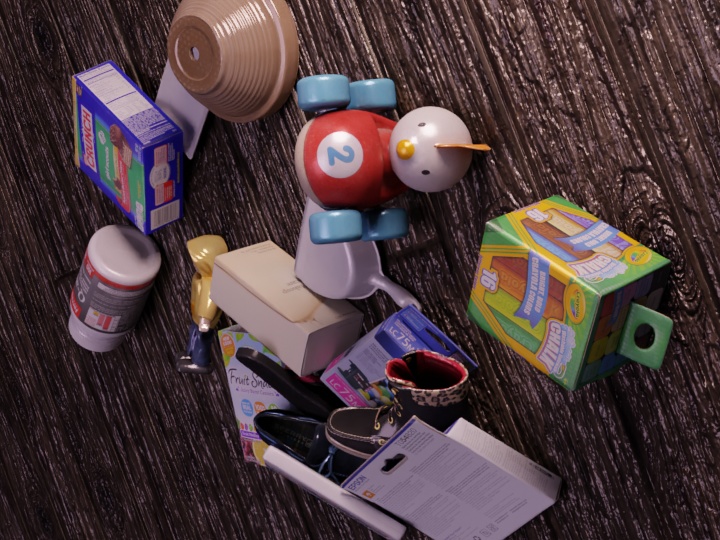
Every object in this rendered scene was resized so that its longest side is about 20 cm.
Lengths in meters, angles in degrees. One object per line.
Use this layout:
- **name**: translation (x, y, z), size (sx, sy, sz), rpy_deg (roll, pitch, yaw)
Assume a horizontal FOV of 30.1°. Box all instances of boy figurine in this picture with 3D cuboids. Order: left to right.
- **boy figurine**: translation (-0.229, 0.049, 1.940), size (0.124, 0.064, 0.202), rpy_deg (-116, 32, -67)

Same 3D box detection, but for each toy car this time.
- **toy car**: translation (0.047, -0.132, 1.495), size (0.199, 0.176, 0.187), rpy_deg (-6, 89, 38)

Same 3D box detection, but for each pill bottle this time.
- **pill bottle**: translation (-0.391, 0.032, 2.104), size (0.116, 0.115, 0.201), rpy_deg (51, 137, 21)

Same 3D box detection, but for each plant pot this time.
- **plant pot**: translation (-0.181, -0.285, 1.721), size (0.199, 0.092, 0.203), rpy_deg (14, 113, 35)

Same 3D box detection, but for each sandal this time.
- **sandal**: translation (-0.080, 0.148, 1.779), size (0.200, 0.045, 0.075), rpy_deg (41, 154, -29)

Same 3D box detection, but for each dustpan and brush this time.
- **dustpan and brush**: translation (0.000, 0.000, 1.691), size (0.200, 0.057, 0.141), rpy_deg (45, 135, 38)

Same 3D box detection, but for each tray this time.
- **tray**: translation (-0.234, -0.263, 1.870), size (0.108, 0.022, 0.201), rpy_deg (49, 136, 24)

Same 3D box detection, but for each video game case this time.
- **video game case**: translation (-0.036, 0.289, 1.729), size (0.199, 0.023, 0.182), rpy_deg (30, 169, 3)

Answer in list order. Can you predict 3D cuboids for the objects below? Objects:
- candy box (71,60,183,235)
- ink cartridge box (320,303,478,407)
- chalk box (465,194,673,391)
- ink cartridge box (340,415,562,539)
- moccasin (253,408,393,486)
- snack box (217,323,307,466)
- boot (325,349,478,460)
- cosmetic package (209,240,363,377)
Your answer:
- **candy box**: translation (-0.344, -0.182, 1.973), size (0.200, 0.077, 0.170), rpy_deg (44, 144, 32)
- **ink cartridge box**: translation (0.044, 0.128, 1.661), size (0.119, 0.042, 0.200), rpy_deg (44, 138, -5)
- **chalk box**: translation (0.226, 0.031, 1.371), size (0.199, 0.123, 0.126), rpy_deg (35, 130, 36)
- **ink cartridge box**: translation (0.104, 0.251, 1.592), size (0.199, 0.041, 0.200), rpy_deg (31, 138, -10)
- **moccasin**: translation (-0.056, 0.239, 1.779), size (0.198, 0.068, 0.081), rpy_deg (13, 83, 18)
- **snack box**: translation (-0.126, 0.179, 1.903), size (0.141, 0.053, 0.202), rpy_deg (1, 105, 48)
- **boot**: translation (0.047, 0.162, 1.597), size (0.198, 0.074, 0.151), rpy_deg (9, 139, 17)
- **cosmetic package**: translation (-0.101, 0.047, 1.780), size (0.199, 0.103, 0.074), rpy_deg (35, 128, 34)
